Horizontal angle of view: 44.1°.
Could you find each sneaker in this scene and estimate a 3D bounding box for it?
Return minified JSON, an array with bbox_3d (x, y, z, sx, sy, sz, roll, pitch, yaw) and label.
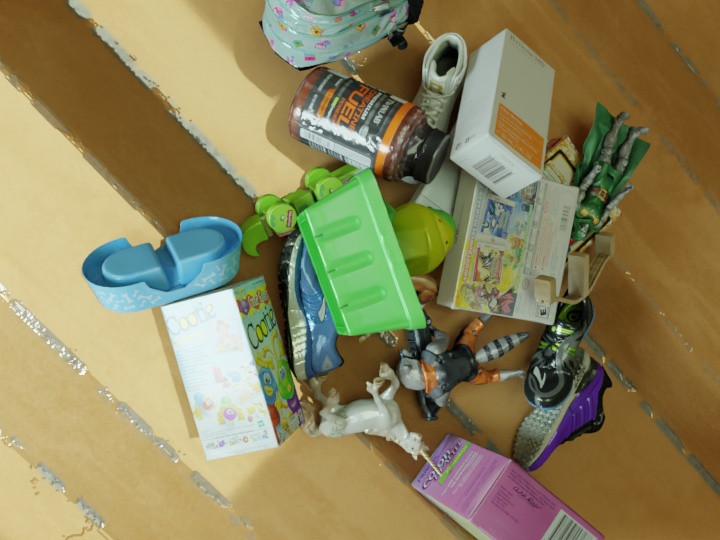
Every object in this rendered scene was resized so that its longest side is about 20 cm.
[{"bbox_3d":[0.282,0.107,1.277,0.200,0.071,0.083,-63,148,-24],"label":"sneaker"},{"bbox_3d":[-0.057,0.039,1.161,0.089,0.079,0.200,-7,98,-14],"label":"sneaker"},{"bbox_3d":[0.093,-0.226,1.211,0.074,0.116,0.200,18,79,9],"label":"sneaker"},{"bbox_3d":[0.310,0.222,1.310,0.099,0.070,0.200,37,80,-19],"label":"sneaker"}]

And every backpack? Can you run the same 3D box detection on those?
[{"bbox_3d":[-0.035,-0.350,1.143,0.200,0.127,0.167,-33,69,-26],"label":"backpack"}]

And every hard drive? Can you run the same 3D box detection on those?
[{"bbox_3d":[0.166,-0.136,1.235,0.132,0.027,0.200,35,78,-21],"label":"hard drive"}]

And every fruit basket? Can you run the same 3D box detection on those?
[{"bbox_3d":[0.042,-0.028,1.104,0.215,0.156,0.216,1,87,-11],"label":"fruit basket"}]

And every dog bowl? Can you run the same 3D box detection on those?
[{"bbox_3d":[-0.242,-0.006,1.114,0.200,0.111,0.050,-18,127,-17],"label":"dog bowl"}]

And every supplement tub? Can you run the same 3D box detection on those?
[{"bbox_3d":[0.014,-0.184,1.159,0.200,0.107,0.107,25,81,12],"label":"supplement tub"}]

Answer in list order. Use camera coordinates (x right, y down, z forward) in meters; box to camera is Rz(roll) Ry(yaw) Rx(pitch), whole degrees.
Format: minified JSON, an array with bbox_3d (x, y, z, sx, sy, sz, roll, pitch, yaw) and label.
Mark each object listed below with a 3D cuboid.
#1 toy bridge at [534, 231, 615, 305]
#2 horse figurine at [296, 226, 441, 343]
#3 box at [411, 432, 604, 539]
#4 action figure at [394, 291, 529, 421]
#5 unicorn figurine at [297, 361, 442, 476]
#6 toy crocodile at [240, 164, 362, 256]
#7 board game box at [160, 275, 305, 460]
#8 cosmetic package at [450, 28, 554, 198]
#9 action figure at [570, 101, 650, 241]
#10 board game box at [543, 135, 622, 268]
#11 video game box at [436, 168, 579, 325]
[{"bbox_3d":[0.307,0.007,1.253,0.200,0.027,0.067,-29,121,-43],"label":"toy bridge"},{"bbox_3d":[0.000,0.000,1.196,0.133,0.050,0.200,-41,95,12],"label":"horse figurine"},{"bbox_3d":[0.193,0.324,1.201,0.176,0.200,0.097,40,78,-13],"label":"box"},{"bbox_3d":[0.127,0.103,1.237,0.193,0.105,0.200,-21,97,-26],"label":"action figure"},{"bbox_3d":[0.012,0.195,1.197,0.200,0.074,0.137,2,125,14],"label":"unicorn figurine"},{"bbox_3d":[-0.075,-0.087,1.189,0.200,0.068,0.062,-30,117,-14],"label":"toy crocodile"},{"bbox_3d":[-0.157,0.120,1.121,0.105,0.103,0.200,-14,95,17],"label":"board game box"},{"bbox_3d":[0.189,-0.206,1.159,0.101,0.071,0.200,32,52,-25],"label":"cosmetic package"},{"bbox_3d":[0.352,-0.130,1.290,0.118,0.055,0.200,29,81,-20],"label":"action figure"},{"bbox_3d":[0.270,-0.078,1.311,0.200,0.046,0.152,-41,101,-14],"label":"board game box"},{"bbox_3d":[0.204,-0.035,1.220,0.182,0.047,0.200,11,90,-33],"label":"video game box"}]
